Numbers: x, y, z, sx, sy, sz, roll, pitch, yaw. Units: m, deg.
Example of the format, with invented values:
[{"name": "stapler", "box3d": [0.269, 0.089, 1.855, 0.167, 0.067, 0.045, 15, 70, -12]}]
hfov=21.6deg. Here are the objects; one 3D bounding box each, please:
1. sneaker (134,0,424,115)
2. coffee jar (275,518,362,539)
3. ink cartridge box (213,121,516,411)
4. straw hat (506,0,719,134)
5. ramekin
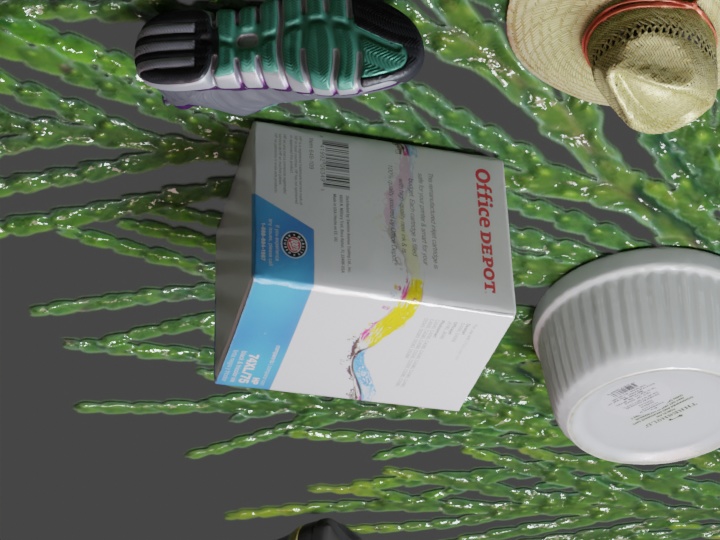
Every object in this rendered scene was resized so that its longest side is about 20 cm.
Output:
[{"name": "sneaker", "box3d": [-0.052, -0.144, 1.301, 0.198, 0.075, 0.088, 2, 163, 8]}, {"name": "coffee jar", "box3d": [-0.082, 0.323, 1.937, 0.199, 0.086, 0.104, -23, 138, 29]}, {"name": "ink cartridge box", "box3d": [0.000, 0.000, 1.425, 0.198, 0.148, 0.146, 8, 144, -13]}, {"name": "straw hat", "box3d": [0.200, -0.142, 1.285, 0.199, 0.086, 0.202, -1, 146, -1]}, {"name": "ramekin", "box3d": [0.246, 0.080, 1.590, 0.198, 0.106, 0.201, -1, 146, -1]}]
